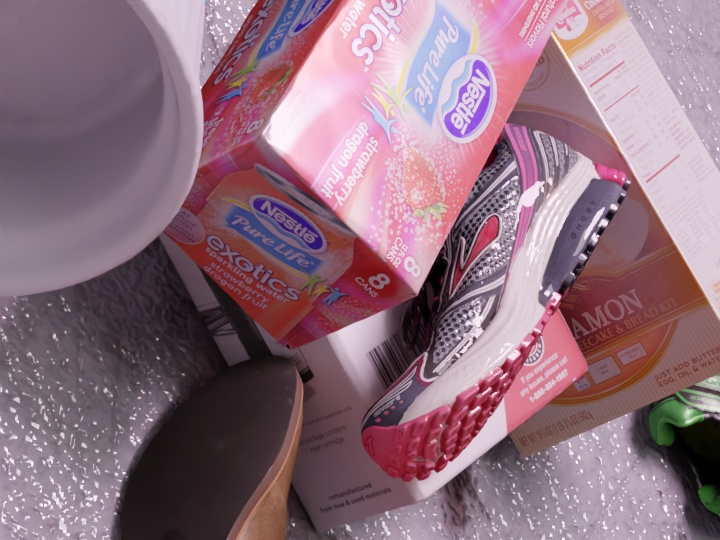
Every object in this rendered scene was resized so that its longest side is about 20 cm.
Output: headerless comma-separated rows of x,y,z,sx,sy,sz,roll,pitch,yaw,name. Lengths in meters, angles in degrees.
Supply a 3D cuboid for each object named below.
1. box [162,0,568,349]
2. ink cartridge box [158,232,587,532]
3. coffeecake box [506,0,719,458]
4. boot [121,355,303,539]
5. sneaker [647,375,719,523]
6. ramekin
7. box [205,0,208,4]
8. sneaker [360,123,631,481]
0.001,-0.078,1.011,0.103,0.094,0.201,45,50,-20,box
0.000,0.000,1.104,0.147,0.083,0.201,-32,96,-43,ink cartridge box
0.101,-0.027,1.169,0.073,0.153,0.201,-35,95,-49,coffeecake box
-0.061,0.128,1.006,0.076,0.073,0.201,55,38,-38,boot
0.236,0.132,1.333,0.200,0.078,0.085,45,46,-6,sneaker
-0.156,-0.095,0.928,0.200,0.200,0.098,39,34,-25,ramekin
-0.167,-0.162,1.073,0.200,0.049,0.083,44,41,-20,box
0.049,0.014,1.042,0.074,0.081,0.200,31,50,5,sneaker
